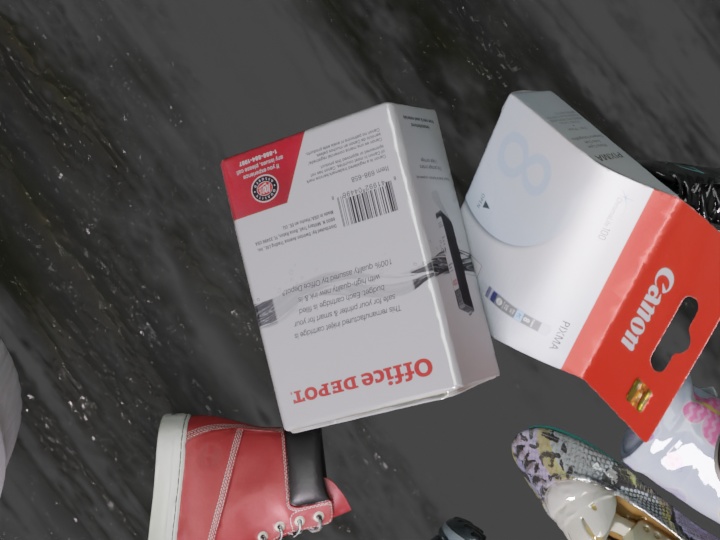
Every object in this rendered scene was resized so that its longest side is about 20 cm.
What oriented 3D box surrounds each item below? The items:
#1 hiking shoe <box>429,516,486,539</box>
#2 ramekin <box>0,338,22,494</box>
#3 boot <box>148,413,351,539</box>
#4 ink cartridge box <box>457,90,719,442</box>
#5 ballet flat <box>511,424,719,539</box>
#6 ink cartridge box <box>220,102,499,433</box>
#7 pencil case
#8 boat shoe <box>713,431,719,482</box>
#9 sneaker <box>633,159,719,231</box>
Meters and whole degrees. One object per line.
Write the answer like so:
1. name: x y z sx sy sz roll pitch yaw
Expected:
1. hiking shoe: 0.100 0.278 1.024 0.086 0.074 0.201 -37 76 6
2. ramekin: -0.331 0.098 0.987 0.198 0.105 0.202 2 116 5
3. boot: -0.081 0.209 1.027 0.143 0.072 0.202 5 82 0
4. ink cartridge box: 0.148 -0.002 0.967 0.200 0.047 0.161 47 130 33
5. ballet flat: 0.189 0.186 1.017 0.199 0.072 0.072 34 87 2
6. ink cartridge box: 0.000 0.000 1.008 0.143 0.084 0.202 -16 84 27
7. pencil case: 0.283 0.152 1.019 0.199 0.091 0.083 34 113 4
8. boat shoe: 0.311 0.093 0.982 0.199 0.057 0.067 -27 68 -41
9. sneaker: 0.227 -0.042 1.036 0.198 0.079 0.076 0 86 -1
